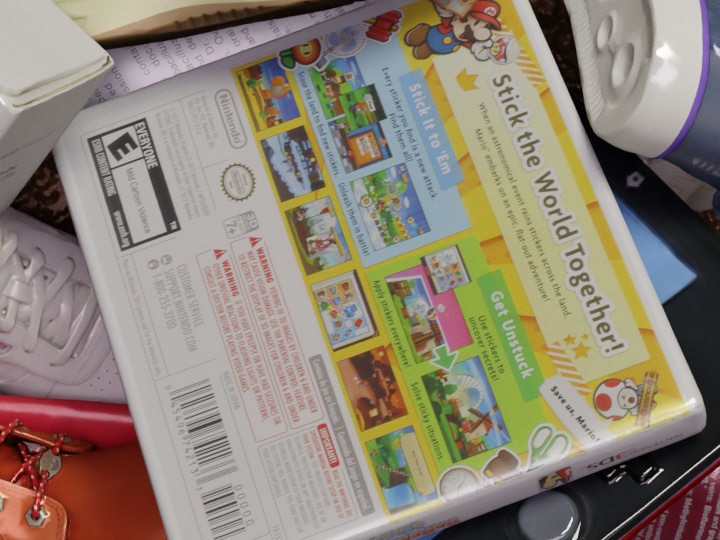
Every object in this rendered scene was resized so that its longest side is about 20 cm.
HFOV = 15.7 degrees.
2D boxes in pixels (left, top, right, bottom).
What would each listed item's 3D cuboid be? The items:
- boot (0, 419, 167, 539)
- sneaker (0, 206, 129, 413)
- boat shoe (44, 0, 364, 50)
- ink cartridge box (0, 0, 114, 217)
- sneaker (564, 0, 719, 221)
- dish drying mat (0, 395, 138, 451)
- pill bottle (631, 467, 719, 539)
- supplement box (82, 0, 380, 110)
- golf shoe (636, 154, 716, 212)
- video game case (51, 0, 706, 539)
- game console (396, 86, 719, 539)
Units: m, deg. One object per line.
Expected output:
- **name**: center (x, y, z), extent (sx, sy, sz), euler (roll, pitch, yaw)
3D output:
- **boot**: center (-0.129, 0.088, 0.983), extent (0.199, 0.075, 0.108), euler (-18, 122, 17)
- **sneaker**: center (-0.145, 0.012, 1.010), extent (0.199, 0.100, 0.075), euler (22, 88, -4)
- **boat shoe**: center (-0.041, -0.120, 0.924), extent (0.198, 0.073, 0.063), euler (-11, 92, -1)
- **ink cartridge box**: center (-0.203, -0.041, 0.904), extent (0.145, 0.087, 0.200), euler (41, 116, 4)
- **sneaker**: center (0.152, -0.102, 0.942), extent (0.145, 0.081, 0.201), euler (14, 48, -17)
- **dish drying mat**: center (-0.070, 0.085, 1.034), extent (0.198, 0.018, 0.077), euler (7, 130, -3)
- **pill bottle**: center (0.135, 0.069, 1.018), extent (0.198, 0.110, 0.110), euler (11, 90, -3)
- **supplement box**: center (-0.038, -0.106, 1.012), extent (0.199, 0.101, 0.104), euler (-33, 92, -2)
- **golf shoe**: center (0.100, -0.048, 0.985), extent (0.075, 0.092, 0.200), euler (32, 50, 22)
- **video game case**: center (0.000, 0.000, 0.902), extent (0.181, 0.023, 0.201), euler (-20, 58, 0)
- **game console**: center (0.036, 0.019, 0.909), extent (0.177, 0.031, 0.200), euler (-39, 62, -6)
